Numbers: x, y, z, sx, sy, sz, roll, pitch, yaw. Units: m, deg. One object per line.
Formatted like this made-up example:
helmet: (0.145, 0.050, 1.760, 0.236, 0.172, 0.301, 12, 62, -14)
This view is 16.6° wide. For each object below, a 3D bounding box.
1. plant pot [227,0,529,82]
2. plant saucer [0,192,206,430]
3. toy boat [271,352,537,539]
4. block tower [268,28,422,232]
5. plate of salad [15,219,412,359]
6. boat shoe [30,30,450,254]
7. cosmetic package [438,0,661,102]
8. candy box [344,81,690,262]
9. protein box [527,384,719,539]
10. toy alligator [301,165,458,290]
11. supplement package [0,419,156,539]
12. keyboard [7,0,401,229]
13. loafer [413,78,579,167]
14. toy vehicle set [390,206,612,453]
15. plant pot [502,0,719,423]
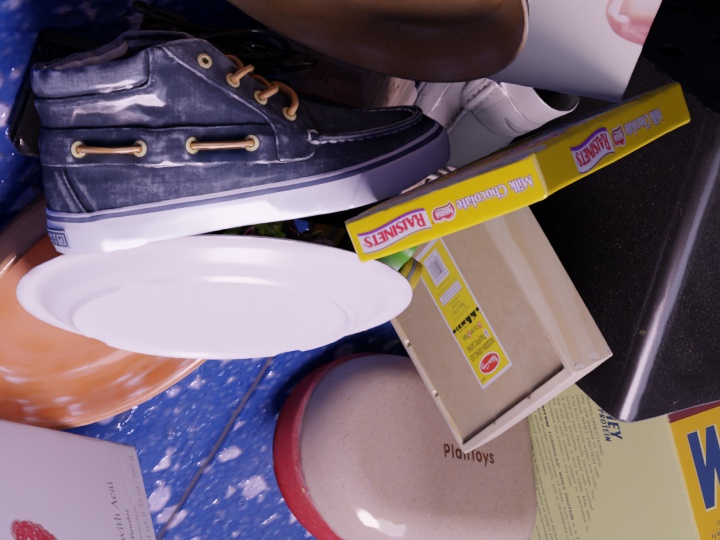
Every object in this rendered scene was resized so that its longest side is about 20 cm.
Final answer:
plant pot: (-0.012, -0.153, 1.098, 0.028, 0.199, 0.200, -62, 157, -21)
plant saucer: (-0.133, 0.006, 1.315, 0.199, 0.038, 0.201, -26, 148, -18)
toy boat: (0.014, 0.127, 1.579, 0.130, 0.131, 0.199, -17, 161, 38)
block tower: (-0.003, -0.081, 1.295, 0.058, 0.054, 0.200, -58, 159, -28)
plate of salad: (-0.073, 0.004, 1.238, 0.198, 0.048, 0.200, 0, 162, 0)
boat shoe: (-0.054, -0.071, 1.147, 0.199, 0.071, 0.092, -13, 106, -18)
cosmetic package: (0.104, -0.193, 1.163, 0.087, 0.103, 0.201, 7, 115, -34)
candy box: (0.079, -0.049, 1.173, 0.102, 0.027, 0.200, -17, -175, 29)
protein box: (0.204, 0.142, 1.620, 0.134, 0.200, 0.200, -16, -179, -32)
toy alligator: (0.000, 0.000, 1.306, 0.054, 0.059, 0.200, -61, -169, -27)
supplement package: (-0.212, 0.157, 1.328, 0.119, 0.122, 0.200, -26, 157, 26)
keyboard: (-0.065, -0.083, 1.210, 0.199, 0.040, 0.104, 13, 132, -18)
loafer: (0.085, -0.105, 1.355, 0.070, 0.070, 0.200, -2, 135, -45)
toy vehicle set: (0.068, 0.024, 1.394, 0.026, 0.125, 0.200, -26, 172, -21)
plant pot: (0.182, -0.056, 1.424, 0.199, 0.199, 0.178, -11, 130, -37)
